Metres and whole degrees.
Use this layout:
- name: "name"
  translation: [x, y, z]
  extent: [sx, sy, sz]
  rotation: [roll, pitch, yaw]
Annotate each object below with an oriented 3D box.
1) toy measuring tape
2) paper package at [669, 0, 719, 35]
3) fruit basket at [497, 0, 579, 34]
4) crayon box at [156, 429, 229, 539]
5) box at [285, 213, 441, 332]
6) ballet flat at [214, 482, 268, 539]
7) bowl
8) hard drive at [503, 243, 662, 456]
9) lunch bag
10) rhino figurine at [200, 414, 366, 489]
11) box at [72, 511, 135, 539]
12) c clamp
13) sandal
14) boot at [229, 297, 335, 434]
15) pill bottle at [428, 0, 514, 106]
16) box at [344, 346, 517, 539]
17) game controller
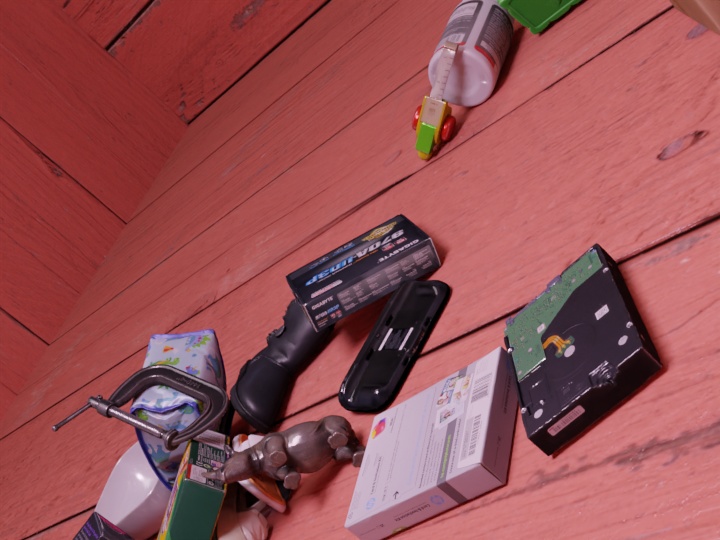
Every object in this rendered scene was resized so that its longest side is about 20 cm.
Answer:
- name: "toy measuring tape"
  translation: [0.128, -0.273, 1.731]
  extent: [0.074, 0.072, 0.203]
  rotation: [-93, 15, -63]
- name: "paper package"
  translation: [0.384, -0.397, 1.275]
  extent: [0.103, 0.200, 0.191]
  rotation: [-43, 21, 15]
- name: "fruit basket"
  translation: [0.295, -0.515, 1.716]
  extent: [0.215, 0.154, 0.218]
  rotation: [-36, 39, 35]
- name: "crayon box"
  translation: [-0.218, 0.314, 1.365]
  extent: [0.200, 0.057, 0.175]
  rotation: [-120, 49, -78]
- name: "box"
  translation: [0.000, 0.000, 1.514]
  extent: [0.198, 0.047, 0.159]
  rotation: [-28, 19, -4]
- name: "ballet flat"
  translation: [-0.146, 0.312, 1.350]
  extent: [0.070, 0.069, 0.200]
  rotation: [-46, 20, 9]
- name: "bowl"
  translation: [-0.325, 0.335, 1.666]
  extent: [0.199, 0.074, 0.201]
  rotation: [-38, 24, 30]
- name: "hard drive"
  translation: [0.209, 0.072, 1.049]
  extent: [0.139, 0.038, 0.201]
  rotation: [-43, 22, 19]
- name: "lunch bag"
  translation: [-0.246, 0.217, 1.568]
  extent: [0.125, 0.203, 0.171]
  rotation: [-4, 34, 7]
- name: "rhino figurine"
  translation: [-0.092, 0.221, 1.279]
  extent: [0.196, 0.061, 0.087]
  rotation: [-14, 13, -7]
- name: "box"
  translation: [-0.378, 0.459, 1.483]
  extent: [0.201, 0.122, 0.106]
  rotation: [-51, 19, -7]
- name: "c clamp"
  translation: [-0.279, 0.189, 1.427]
  extent: [0.197, 0.027, 0.171]
  rotation: [12, 37, 29]
- name: "sandal"
  translation: [-0.127, 0.241, 1.402]
  extent: [0.059, 0.079, 0.207]
  rotation: [-51, 18, 2]
- name: "boot"
  translation: [-0.110, 0.128, 1.570]
  extent: [0.169, 0.076, 0.200]
  rotation: [-49, 13, 12]
- name: "pill bottle"
  translation: [0.190, -0.376, 1.780]
  extent: [0.113, 0.114, 0.202]
  rotation: [-28, 28, 45]
- name: "box"
  translation: [0.076, 0.185, 1.126]
  extent: [0.199, 0.041, 0.157]
  rotation: [-34, 25, 36]
- name: "game controller"
  translation: [0.044, 0.094, 1.378]
  extent: [0.103, 0.042, 0.202]
  rotation: [2, 53, 47]
